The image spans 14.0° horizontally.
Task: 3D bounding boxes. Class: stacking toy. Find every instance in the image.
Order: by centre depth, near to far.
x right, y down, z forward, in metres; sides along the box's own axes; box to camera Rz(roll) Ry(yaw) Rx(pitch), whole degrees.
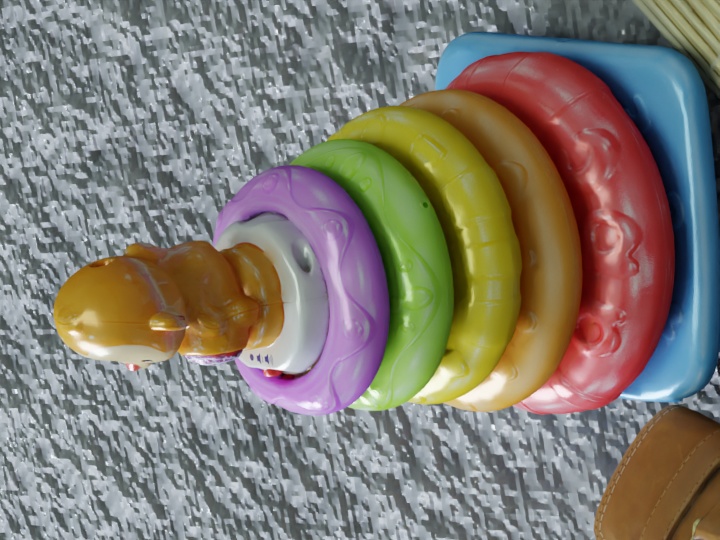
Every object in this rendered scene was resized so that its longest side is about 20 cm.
[{"bbox_3d":[0.000,0.000,0.824,0.116,0.200,0.110,10,107,49],"label":"stacking toy"}]

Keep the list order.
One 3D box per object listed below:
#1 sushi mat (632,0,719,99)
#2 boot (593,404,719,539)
[{"bbox_3d":[0.072,-0.144,0.848,0.200,0.012,0.096,52,135,26],"label":"sushi mat"},{"bbox_3d":[0.129,0.070,0.796,0.200,0.074,0.155,-62,33,11],"label":"boot"}]
